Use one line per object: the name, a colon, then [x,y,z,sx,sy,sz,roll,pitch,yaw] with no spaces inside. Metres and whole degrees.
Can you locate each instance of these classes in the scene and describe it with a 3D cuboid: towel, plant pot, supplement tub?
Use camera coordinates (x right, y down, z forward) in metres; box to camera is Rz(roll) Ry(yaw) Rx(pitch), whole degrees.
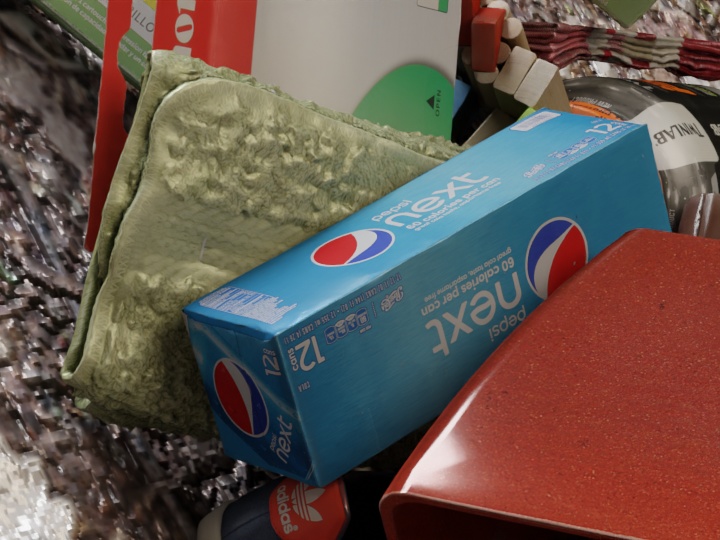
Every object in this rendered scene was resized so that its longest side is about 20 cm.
towel: [0.087,-0.112,1.390,0.200,0.144,0.023,-2,97,-55]
plant pot: [0.143,0.099,1.052,0.200,0.199,0.176,77,31,-44]
towel: [-0.024,0.004,1.109,0.200,0.036,0.149,16,88,-40]
supplement tub: [0.131,-0.033,1.351,0.123,0.122,0.200,62,23,11]

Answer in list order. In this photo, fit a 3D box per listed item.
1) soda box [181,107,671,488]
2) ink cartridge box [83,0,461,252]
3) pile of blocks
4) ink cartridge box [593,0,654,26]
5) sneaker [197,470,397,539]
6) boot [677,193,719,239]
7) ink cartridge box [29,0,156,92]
soda box: [0.031,0.007,1.089,0.200,0.064,0.068,-29,116,-31]
ink cartridge box: [-0.029,-0.079,1.139,0.200,0.050,0.161,5,89,-59]
pile of blocks: [0.052,-0.080,1.234,0.200,0.082,0.062,63,0,28]
ink cartridge box: [0.073,-0.207,1.346,0.145,0.048,0.200,36,16,-21]
sneaker: [0.030,0.125,1.111,0.200,0.084,0.075,20,45,-45]
boot: [0.203,0.078,1.247,0.186,0.064,0.200,34,53,-24]
ink cartridge box: [-0.076,-0.190,1.181,0.145,0.200,0.048,40,-5,-24]
